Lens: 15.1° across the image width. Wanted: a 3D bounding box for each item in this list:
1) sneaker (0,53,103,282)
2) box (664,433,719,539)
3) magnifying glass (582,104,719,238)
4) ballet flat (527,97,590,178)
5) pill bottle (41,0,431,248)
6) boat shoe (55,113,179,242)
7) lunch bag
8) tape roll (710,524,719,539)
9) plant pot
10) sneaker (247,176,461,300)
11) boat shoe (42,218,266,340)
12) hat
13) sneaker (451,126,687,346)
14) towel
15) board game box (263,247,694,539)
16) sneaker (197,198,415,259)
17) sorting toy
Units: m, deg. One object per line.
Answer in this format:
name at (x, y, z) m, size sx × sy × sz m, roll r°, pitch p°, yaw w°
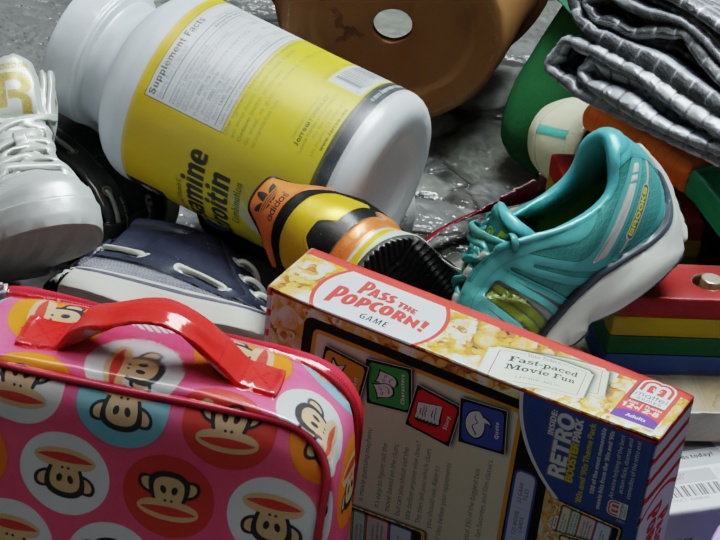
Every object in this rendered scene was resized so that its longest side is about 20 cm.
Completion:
sneaker at (-0.182, -0.058, 1.408) m, size 0.074 × 0.116 × 0.200 m, roll -3°, pitch -4°, yaw -19°
box at (0.158, 0.078, 1.430) m, size 0.156 × 0.041 × 0.200 m, roll -5°, pitch 35°, yaw -22°
magnifying glass at (0.195, -0.040, 1.439) m, size 0.080 × 0.022 × 0.200 m, roll -16°, pitch 38°, yaw -40°
ballet flat at (0.193, -0.057, 1.557) m, size 0.200 × 0.069 × 0.069 m, roll 9°, pitch 29°, yaw -23°
pill bottle at (-0.070, -0.083, 1.478) m, size 0.200 × 0.112 × 0.112 m, roll 27°, pitch 36°, yaw 19°
boat shoe at (-0.200, -0.067, 1.553) m, size 0.200 × 0.072 × 0.068 m, roll 28°, pitch 36°, yaw 24°
lunch bag at (-0.102, 0.087, 1.225) m, size 0.200 × 0.176 × 0.082 m, roll 14°, pitch 32°, yaw 8°
tape roll at (0.254, 0.179, 1.266) m, size 0.200 × 0.066 × 0.200 m, roll 5°, pitch 32°, yaw -3°
plant pot at (0.027, -0.185, 1.685) m, size 0.200 × 0.200 × 0.140 m, roll 8°, pitch 37°, yaw 0°
sneaker at (0.000, 0.000, 1.392) m, size 0.090 × 0.070 × 0.200 m, roll 38°, pitch -4°, yaw 20°
boat shoe at (-0.063, 0.027, 1.427) m, size 0.200 × 0.075 × 0.093 m, roll 21°, pitch 39°, yaw 18°
hat at (0.109, -0.064, 1.669) m, size 0.200 × 0.176 × 0.166 m, roll 36°, pitch 12°, yaw -44°
sneaker at (0.070, 0.007, 1.346) m, size 0.200 × 0.080 × 0.078 m, roll -42°, pitch 35°, yaw -11°
towel at (0.223, -0.098, 1.456) m, size 0.200 × 0.086 × 0.166 m, roll 30°, pitch 17°, yaw 29°
board game box at (0.045, 0.094, 1.273) m, size 0.200 × 0.152 × 0.046 m, roll 21°, pitch 35°, yaw 20°
sneaker at (-0.064, -0.073, 1.592) m, size 0.112 × 0.073 × 0.200 m, roll -14°, pitch 38°, yaw -30°
sorting toy at (0.197, 0.007, 1.452) m, size 0.199 × 0.070 × 0.200 m, roll 2°, pitch 31°, yaw -13°
